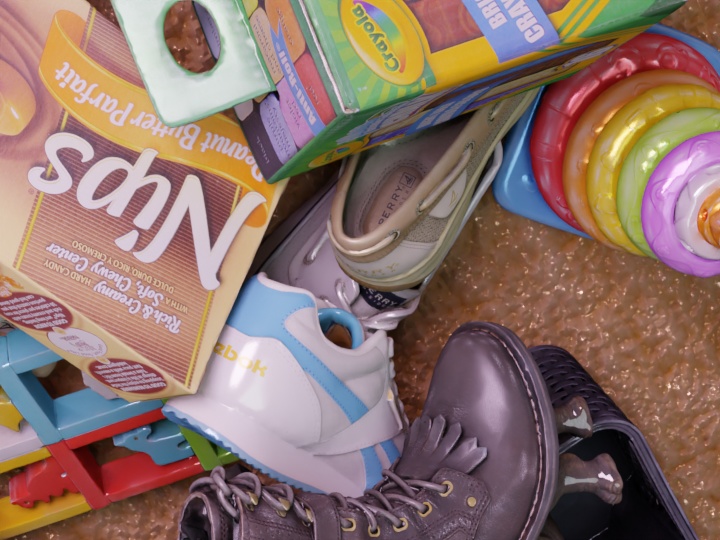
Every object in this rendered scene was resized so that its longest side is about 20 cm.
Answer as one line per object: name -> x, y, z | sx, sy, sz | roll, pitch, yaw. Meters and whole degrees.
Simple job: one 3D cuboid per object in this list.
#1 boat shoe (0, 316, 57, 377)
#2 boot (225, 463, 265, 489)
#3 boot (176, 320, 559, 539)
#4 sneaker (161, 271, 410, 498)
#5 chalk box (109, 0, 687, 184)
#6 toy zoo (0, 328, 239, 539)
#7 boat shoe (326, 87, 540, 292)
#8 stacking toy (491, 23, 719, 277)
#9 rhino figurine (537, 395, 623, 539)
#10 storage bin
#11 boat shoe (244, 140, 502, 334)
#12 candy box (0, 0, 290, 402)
boat shoe -> -0.223, 0.013, 0.795 | 0.199, 0.074, 0.069 | 10, 103, -22
boot -> -0.066, 0.198, 0.818 | 0.138, 0.078, 0.200 | -25, 117, -1
boot -> -0.001, 0.105, 0.734 | 0.174, 0.069, 0.201 | 18, 75, -44
sneaker -> -0.009, 0.063, 0.817 | 0.081, 0.076, 0.200 | -62, 151, -4
chalk box -> 0.003, -0.119, 0.704 | 0.199, 0.124, 0.125 | -22, 88, -20
toy zoo -> -0.143, 0.073, 0.831 | 0.199, 0.021, 0.131 | -19, 141, 3
boat shoe -> 0.038, -0.089, 0.801 | 0.073, 0.063, 0.201 | 24, 79, 15
stacking toy -> 0.154, -0.040, 0.822 | 0.109, 0.200, 0.116 | 15, 107, -23
rhino figurine -> 0.085, 0.167, 0.855 | 0.087, 0.060, 0.201 | -12, 104, -14
storage bin -> 0.067, 0.152, 0.939 | 0.200, 0.094, 0.135 | -33, 118, -3
boat shoe -> 0.000, 0.000, 0.863 | 0.071, 0.070, 0.200 | 36, 98, -28
candy box -> -0.130, -0.046, 0.706 | 0.200, 0.055, 0.116 | 39, 60, -31
